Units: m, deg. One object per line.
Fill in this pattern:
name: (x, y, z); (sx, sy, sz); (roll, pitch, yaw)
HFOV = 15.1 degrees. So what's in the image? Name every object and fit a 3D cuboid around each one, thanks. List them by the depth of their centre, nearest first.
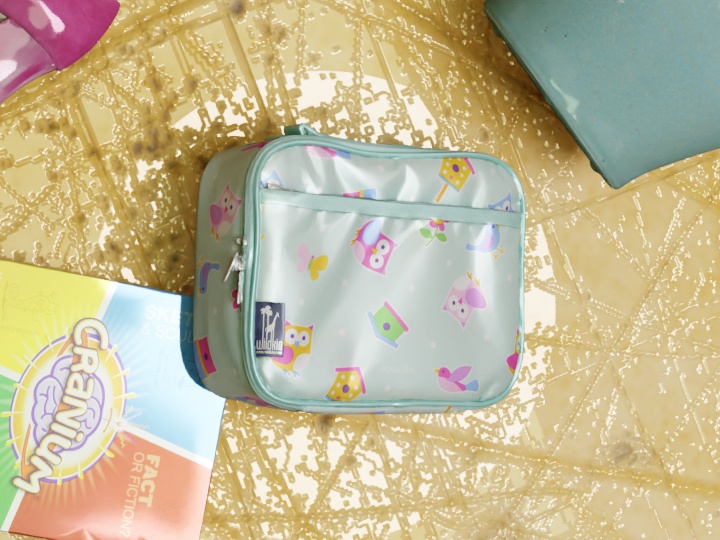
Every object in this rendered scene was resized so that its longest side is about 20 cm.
high heel: (-0.221, -0.194, 1.509); (0.096, 0.067, 0.200); (-38, 99, -16)
board game box: (-0.178, 0.074, 1.544); (0.199, 0.040, 0.154); (11, 90, -15)
lunch bag: (0.000, 0.000, 1.547); (0.199, 0.077, 0.161); (3, 90, -33)
plant pot: (0.181, -0.152, 1.562); (0.188, 0.200, 0.200); (-37, 101, 5)
